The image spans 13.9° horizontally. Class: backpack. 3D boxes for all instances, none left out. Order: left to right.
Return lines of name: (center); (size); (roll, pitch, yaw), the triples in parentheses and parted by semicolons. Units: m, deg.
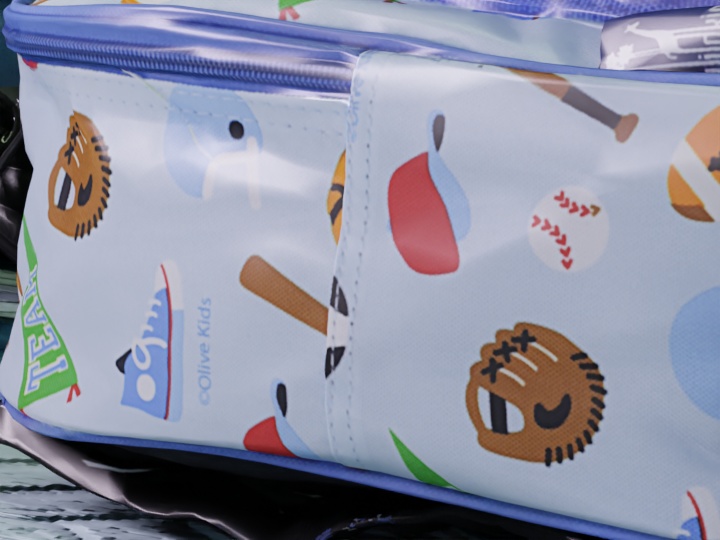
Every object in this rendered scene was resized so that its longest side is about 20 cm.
backpack: (0.035, -0.018, 0.494); (0.190, 0.155, 0.200); (-2, 2, 26)

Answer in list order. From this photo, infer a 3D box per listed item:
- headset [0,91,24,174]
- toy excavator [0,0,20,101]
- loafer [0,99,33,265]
headset: (-0.025, -0.029, 0.650); (0.199, 0.124, 0.094); (-8, 19, 26)
toy excavator: (-0.098, -0.105, 0.734); (0.099, 0.201, 0.195); (-4, 45, -27)
loafer: (0.000, 0.000, 0.749); (0.200, 0.068, 0.070); (13, -5, 2)
